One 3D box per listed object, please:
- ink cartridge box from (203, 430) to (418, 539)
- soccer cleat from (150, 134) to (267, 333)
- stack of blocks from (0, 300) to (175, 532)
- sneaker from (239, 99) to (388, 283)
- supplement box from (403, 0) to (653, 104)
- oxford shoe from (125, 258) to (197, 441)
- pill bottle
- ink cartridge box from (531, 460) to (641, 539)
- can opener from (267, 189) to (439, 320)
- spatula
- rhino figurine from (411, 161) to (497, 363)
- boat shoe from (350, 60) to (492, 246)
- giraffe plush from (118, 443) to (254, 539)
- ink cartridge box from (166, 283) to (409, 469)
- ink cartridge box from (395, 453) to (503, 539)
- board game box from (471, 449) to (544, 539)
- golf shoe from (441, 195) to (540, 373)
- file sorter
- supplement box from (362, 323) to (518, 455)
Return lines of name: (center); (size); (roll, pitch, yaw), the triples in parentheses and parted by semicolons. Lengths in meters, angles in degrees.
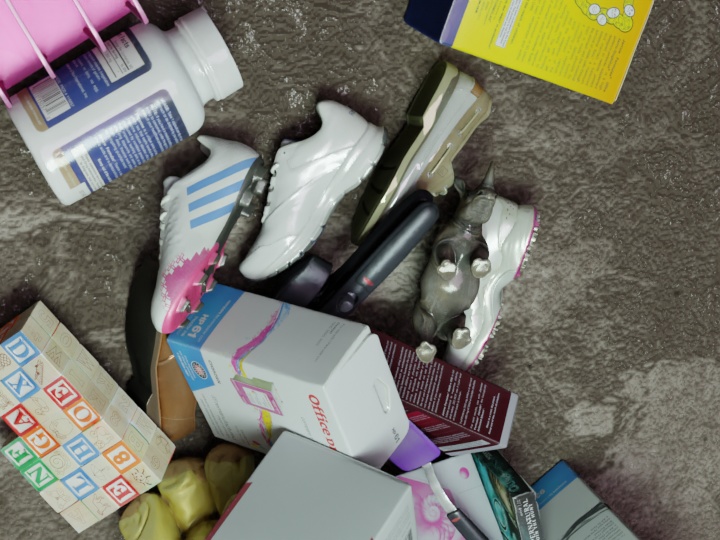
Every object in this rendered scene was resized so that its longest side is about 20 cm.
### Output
ink cartridge box: (-0.037, 0.284, 1.571); (0.146, 0.143, 0.201); (-53, 150, -34)
soccer cleat: (-0.161, -0.037, 1.586); (0.086, 0.070, 0.201); (25, 69, 6)
stack of blocks: (-0.287, 0.141, 1.612); (0.115, 0.059, 0.200); (-32, 109, 24)
sneaker: (-0.059, -0.077, 1.645); (0.087, 0.075, 0.201); (37, 93, -6)
supplement box: (0.161, -0.251, 1.626); (0.198, 0.109, 0.111); (16, 103, -23)
oxford shoe: (-0.188, 0.077, 1.650); (0.071, 0.071, 0.202); (-11, 121, -25)
pill bottle: (-0.211, -0.154, 1.533); (0.199, 0.111, 0.112); (-30, 115, -6)
ink cartridge box: (0.262, 0.316, 1.805); (0.083, 0.200, 0.146); (-38, 116, -3)
can opener: (0.000, 0.000, 1.622); (0.199, 0.064, 0.078); (-39, 126, 16)
spatula: (0.086, 0.232, 1.728); (0.056, 0.021, 0.201); (-30, 103, 33)
rhino figurine: (0.097, -0.013, 1.651); (0.059, 0.088, 0.202); (14, 108, -8)
boat shoe: (0.062, -0.102, 1.663); (0.068, 0.075, 0.201); (28, 97, -19)
giraffe plush: (-0.128, 0.298, 1.701); (0.171, 0.202, 0.162); (-22, 144, 19)
ink cartridge box: (-0.067, 0.108, 1.601); (0.085, 0.198, 0.145); (-52, 138, -32)
ink cartridge box: (0.067, 0.306, 1.736); (0.198, 0.043, 0.198); (-14, 79, -37)
board game box: (0.167, 0.294, 1.802); (0.028, 0.135, 0.202); (-18, 113, -11)
golf shoe: (0.113, 0.014, 1.733); (0.091, 0.075, 0.202); (22, 103, -1)
file sorter: (-0.302, -0.228, 1.468); (0.199, 0.125, 0.140); (-33, 115, -5)
supplement box: (0.048, 0.123, 1.712); (0.199, 0.108, 0.062); (25, 68, -25)
